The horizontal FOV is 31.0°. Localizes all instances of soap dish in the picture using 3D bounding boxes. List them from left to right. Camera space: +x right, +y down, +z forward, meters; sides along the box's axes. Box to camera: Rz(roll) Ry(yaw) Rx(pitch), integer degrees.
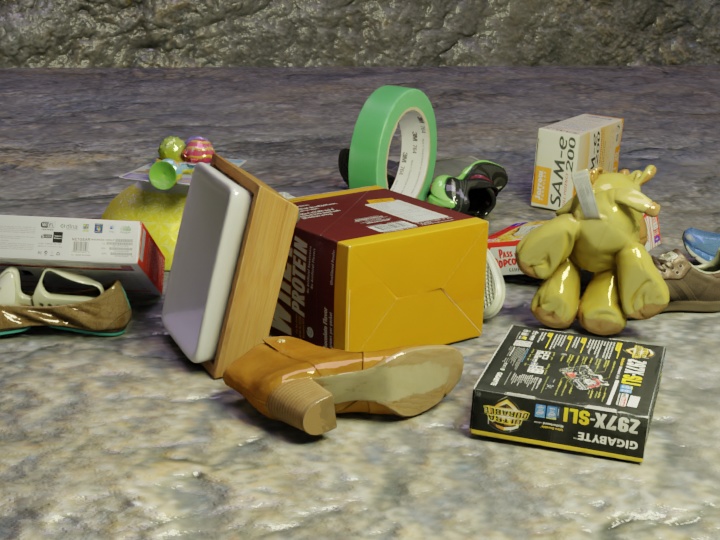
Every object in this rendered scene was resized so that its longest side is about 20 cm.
[{"bbox_3d":[-0.136,-0.007,1.343,0.081,0.201,0.157,9,12,-26],"label":"soap dish"}]

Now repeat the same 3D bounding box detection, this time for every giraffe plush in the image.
[{"bbox_3d":[0.273,-0.046,1.479,0.172,0.201,0.162,5,25,17],"label":"giraffe plush"}]

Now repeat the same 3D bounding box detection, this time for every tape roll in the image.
[{"bbox_3d":[0.049,-0.164,1.874,0.048,0.201,0.200,11,19,25],"label":"tape roll"}]

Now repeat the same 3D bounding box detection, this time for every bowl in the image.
[{"bbox_3d":[-0.250,-0.079,1.715,0.199,0.108,0.200,2,16,-1],"label":"bowl"}]

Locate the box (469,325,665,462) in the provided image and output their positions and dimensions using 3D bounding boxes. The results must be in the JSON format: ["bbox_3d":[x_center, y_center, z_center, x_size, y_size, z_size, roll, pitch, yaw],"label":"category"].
[{"bbox_3d":[0.201,0.111,1.235,0.159,0.050,0.200,9,18,14],"label":"box"}]

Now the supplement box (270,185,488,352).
[{"bbox_3d":[0.000,0.000,1.434,0.197,0.133,0.200,-11,21,-37],"label":"supplement box"}]

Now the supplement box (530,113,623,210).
[{"bbox_3d":[0.351,-0.175,2.085,0.073,0.127,0.200,13,20,29],"label":"supplement box"}]

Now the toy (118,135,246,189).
[{"bbox_3d":[-0.225,-0.147,1.672,0.115,0.047,0.200,6,18,8],"label":"toy"}]

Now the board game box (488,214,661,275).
[{"bbox_3d":[0.264,-0.033,1.656,0.199,0.047,0.151,-4,10,30],"label":"board game box"}]

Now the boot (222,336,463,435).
[{"bbox_3d":[-0.018,0.091,1.233,0.200,0.071,0.144,-15,26,-32],"label":"boot"}]

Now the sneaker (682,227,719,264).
[{"bbox_3d":[0.526,-0.039,1.711,0.199,0.090,0.079,9,17,23],"label":"sneaker"}]

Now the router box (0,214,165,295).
[{"bbox_3d":[-0.331,-0.015,1.456,0.199,0.049,0.180,2,-12,0],"label":"router box"}]

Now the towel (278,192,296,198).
[{"bbox_3d":[-0.088,-0.036,1.637,0.200,0.048,0.171,28,26,30],"label":"towel"}]

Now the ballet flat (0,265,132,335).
[{"bbox_3d":[-0.346,0.032,1.391,0.199,0.073,0.068,1,18,-4],"label":"ballet flat"}]

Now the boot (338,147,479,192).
[{"bbox_3d":[0.088,-0.163,2.108,0.199,0.073,0.182,-20,40,-37],"label":"boot"}]

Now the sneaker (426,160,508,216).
[{"bbox_3d":[0.175,-0.113,1.977,0.084,0.077,0.200,30,30,23],"label":"sneaker"}]

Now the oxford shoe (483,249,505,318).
[{"bbox_3d":[0.139,0.007,1.556,0.058,0.075,0.200,26,9,-21],"label":"oxford shoe"}]

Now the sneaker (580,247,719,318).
[{"bbox_3d":[0.352,0.010,1.547,0.199,0.076,0.070,-3,17,-19],"label":"sneaker"}]
